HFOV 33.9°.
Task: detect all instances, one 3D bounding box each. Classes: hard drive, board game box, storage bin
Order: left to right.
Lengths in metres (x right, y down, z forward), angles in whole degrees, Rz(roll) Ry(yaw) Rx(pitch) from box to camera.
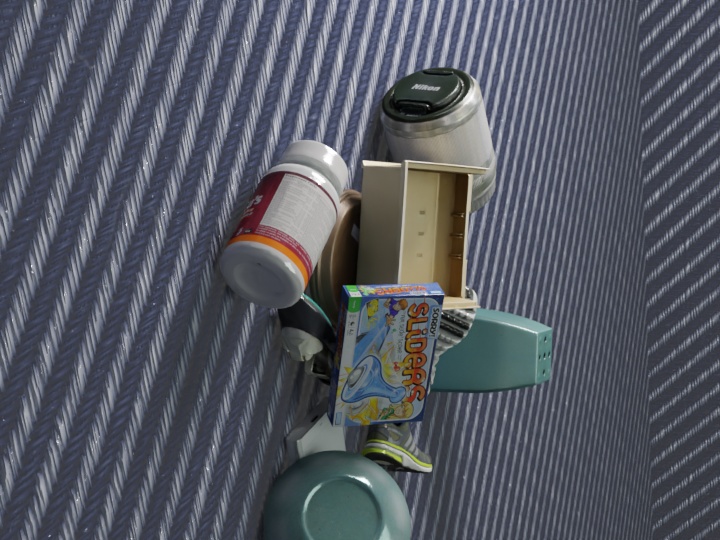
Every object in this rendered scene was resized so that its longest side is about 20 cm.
[{"bbox_3d":[-0.055,0.299,1.673,0.132,0.026,0.202,-41,128,-57],"label":"hard drive"},{"bbox_3d":[0.032,0.114,1.583,0.035,0.134,0.202,-122,-146,-57],"label":"board game box"},{"bbox_3d":[0.092,-0.049,1.672,0.197,0.093,0.203,0,95,-45],"label":"storage bin"}]

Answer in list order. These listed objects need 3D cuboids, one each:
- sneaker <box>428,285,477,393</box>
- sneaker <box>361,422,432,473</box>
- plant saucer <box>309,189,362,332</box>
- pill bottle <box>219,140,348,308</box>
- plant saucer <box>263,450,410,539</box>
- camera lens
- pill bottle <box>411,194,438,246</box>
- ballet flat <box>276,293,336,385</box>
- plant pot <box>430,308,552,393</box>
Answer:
[{"bbox_3d":[0.107,0.103,1.821,0.201,0.075,0.081,-56,-164,11],"label":"sneaker"},{"bbox_3d":[0.065,0.275,1.877,0.200,0.073,0.082,39,55,-62],"label":"sneaker"},{"bbox_3d":[-0.013,-0.013,1.662,0.200,0.029,0.203,-19,111,-60],"label":"plant saucer"},{"bbox_3d":[-0.089,-0.061,1.461,0.110,0.108,0.201,67,35,-43],"label":"pill bottle"},{"bbox_3d":[-0.027,0.327,1.544,0.039,0.199,0.203,114,-6,-62],"label":"plant saucer"},{"bbox_3d":[0.123,-0.201,1.839,0.161,0.158,0.201,-62,145,-41],"label":"camera lens"},{"bbox_3d":[0.079,-0.037,1.819,0.115,0.113,0.201,-63,146,-41],"label":"pill bottle"},{"bbox_3d":[-0.064,0.099,1.584,0.200,0.072,0.074,57,43,-55],"label":"ballet flat"},{"bbox_3d":[0.224,0.140,2.047,0.141,0.198,0.143,-4,97,-64],"label":"plant pot"}]
